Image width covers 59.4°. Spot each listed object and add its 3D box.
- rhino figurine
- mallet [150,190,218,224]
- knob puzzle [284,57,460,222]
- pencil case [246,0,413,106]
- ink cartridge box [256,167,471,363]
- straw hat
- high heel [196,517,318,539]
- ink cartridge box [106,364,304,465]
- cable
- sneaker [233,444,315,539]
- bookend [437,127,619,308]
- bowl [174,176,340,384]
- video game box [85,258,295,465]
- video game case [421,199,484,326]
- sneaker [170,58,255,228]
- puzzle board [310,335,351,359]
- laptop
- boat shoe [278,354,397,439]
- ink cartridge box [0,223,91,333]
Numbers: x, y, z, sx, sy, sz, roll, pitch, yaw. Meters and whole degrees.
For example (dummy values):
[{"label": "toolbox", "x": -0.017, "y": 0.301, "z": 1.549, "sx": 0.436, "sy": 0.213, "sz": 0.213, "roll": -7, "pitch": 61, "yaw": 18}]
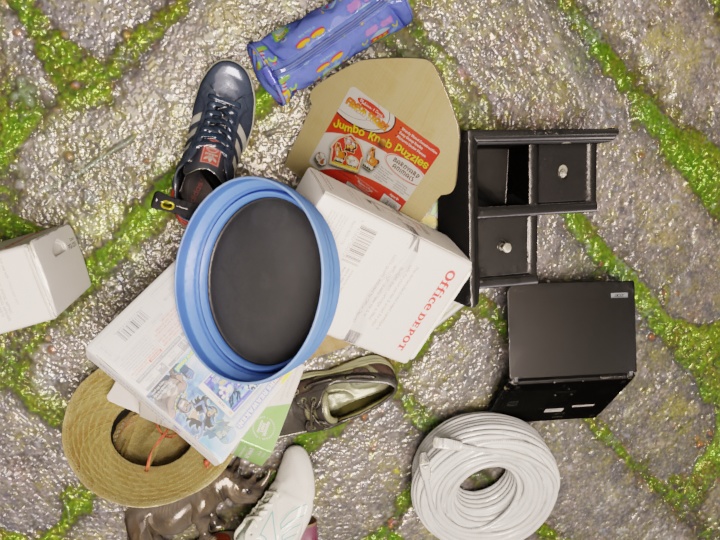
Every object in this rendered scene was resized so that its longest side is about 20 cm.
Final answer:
[{"label": "rhino figurine", "x": -0.207, "y": 0.302, "z": 0.811, "sx": 0.199, "sy": 0.060, "sz": 0.088, "roll": -24, "pitch": 96, "yaw": -8}, {"label": "mallet", "x": -0.127, "y": -0.058, "z": 0.702, "sx": 0.199, "sy": 0.041, "sz": 0.066, "roll": 24, "pitch": 104, "yaw": -30}, {"label": "knob puzzle", "x": 0.029, "y": -0.154, "z": 0.729, "sx": 0.218, "sy": 0.030, "sz": 0.221, "roll": 8, "pitch": 116, "yaw": 16}, {"label": "pencil case", "x": -0.032, "y": -0.269, "z": 0.712, "sx": 0.199, "sy": 0.087, "sz": 0.078, "roll": -34, "pitch": 108, "yaw": -1}, {"label": "ink cartridge box", "x": 0.000, "y": 0.000, "z": 0.703, "sx": 0.199, "sy": 0.083, "sz": 0.147, "roll": 23, "pitch": 109, "yaw": -27}, {"label": "straw hat", "x": -0.252, "y": 0.204, "z": 0.765, "sx": 0.200, "sy": 0.202, "sz": 0.085, "roll": 17, "pitch": 140, "yaw": -12}, {"label": "high heel", "x": -0.145, "y": 0.395, "z": 0.833, "sx": 0.198, "sy": 0.067, "sz": 0.097, "roll": -6, "pitch": 92, "yaw": -12}, {"label": "ink cartridge box", "x": -0.180, "y": 0.132, "z": 0.741, "sx": 0.199, "sy": 0.067, "sz": 0.118, "roll": 24, "pitch": 57, "yaw": -6}, {"label": "cable", "x": 0.165, "y": 0.286, "z": 0.852, "sx": 0.198, "sy": 0.069, "sz": 0.202, "roll": 0, "pitch": 114, "yaw": -7}, {"label": "sneaker", "x": -0.110, "y": 0.317, "z": 0.789, "sx": 0.080, "sy": 0.070, "sz": 0.202, "roll": 20, "pitch": 66, "yaw": -21}, {"label": "bookend", "x": 0.201, "y": -0.068, "z": 0.771, "sx": 0.197, "sy": 0.092, "sz": 0.202, "roll": -3, "pitch": 98, "yaw": -16}, {"label": "bowl", "x": -0.104, "y": 0.010, "z": 0.625, "sx": 0.199, "sy": 0.039, "sz": 0.202, "roll": -2, "pitch": 86, "yaw": 34}, {"label": "video game box", "x": -0.161, "y": 0.077, "z": 0.700, "sx": 0.182, "sy": 0.047, "sz": 0.200, "roll": 40, "pitch": 59, "yaw": -1}, {"label": "video game case", "x": 0.072, "y": -0.017, "z": 0.813, "sx": 0.200, "sy": 0.023, "sz": 0.182, "roll": -37, "pitch": 104, "yaw": 0}, {"label": "sneaker", "x": -0.166, "y": -0.140, "z": 0.716, "sx": 0.074, "sy": 0.085, "sz": 0.202, "roll": 12, "pitch": 99, "yaw": -12}, {"label": "puzzle board", "x": -0.099, "y": 0.020, "z": 0.784, "sx": 0.150, "sy": 0.017, "sz": 0.201, "roll": -19, "pitch": 103, "yaw": 6}, {"label": "laptop", "x": 0.262, "y": 0.115, "z": 0.848, "sx": 0.176, "sy": 0.104, "sz": 0.201, "roll": -1, "pitch": 143, "yaw": -9}, {"label": "boat shoe", "x": -0.046, "y": 0.167, "z": 0.807, "sx": 0.199, "sy": 0.066, "sz": 0.072, "roll": -20, "pitch": 104, "yaw": -5}, {"label": "ink cartridge box", "x": -0.413, "y": 0.022, "z": 0.675, "sx": 0.199, "sy": 0.146, "sz": 0.085, "roll": -18, "pitch": 105, "yaw": -5}]
